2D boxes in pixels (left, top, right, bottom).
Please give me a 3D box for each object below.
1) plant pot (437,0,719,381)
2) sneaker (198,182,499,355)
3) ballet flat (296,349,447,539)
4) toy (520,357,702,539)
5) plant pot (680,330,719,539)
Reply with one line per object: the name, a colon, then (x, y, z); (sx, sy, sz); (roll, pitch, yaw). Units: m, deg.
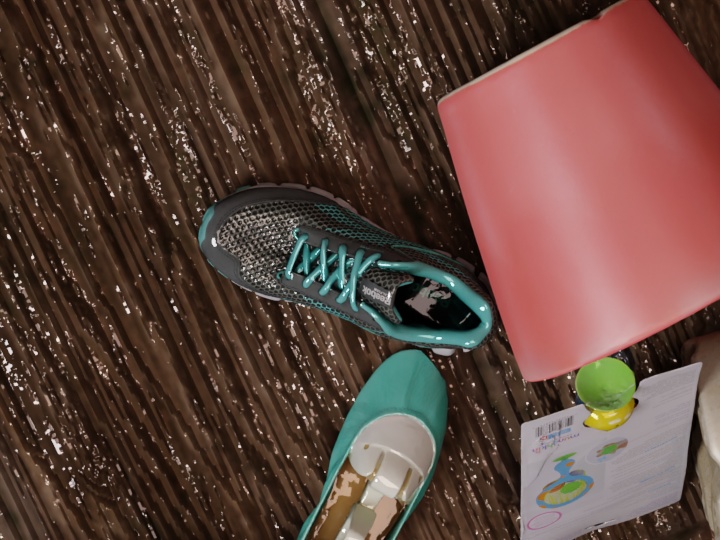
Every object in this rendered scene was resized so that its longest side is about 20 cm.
plant pot: (0.147, -0.057, 1.535); (0.200, 0.200, 0.178); (-28, 91, -5)
sneaker: (0.000, 0.000, 1.555); (0.199, 0.091, 0.078); (17, 94, -12)
ballet flat: (0.005, 0.147, 1.587); (0.067, 0.070, 0.201); (26, 92, -12)
toy: (0.145, 0.106, 1.571); (0.114, 0.200, 0.047); (-19, 65, -8)
plant pot: (0.299, 0.094, 1.584); (0.182, 0.200, 0.202); (-10, 100, 2)
